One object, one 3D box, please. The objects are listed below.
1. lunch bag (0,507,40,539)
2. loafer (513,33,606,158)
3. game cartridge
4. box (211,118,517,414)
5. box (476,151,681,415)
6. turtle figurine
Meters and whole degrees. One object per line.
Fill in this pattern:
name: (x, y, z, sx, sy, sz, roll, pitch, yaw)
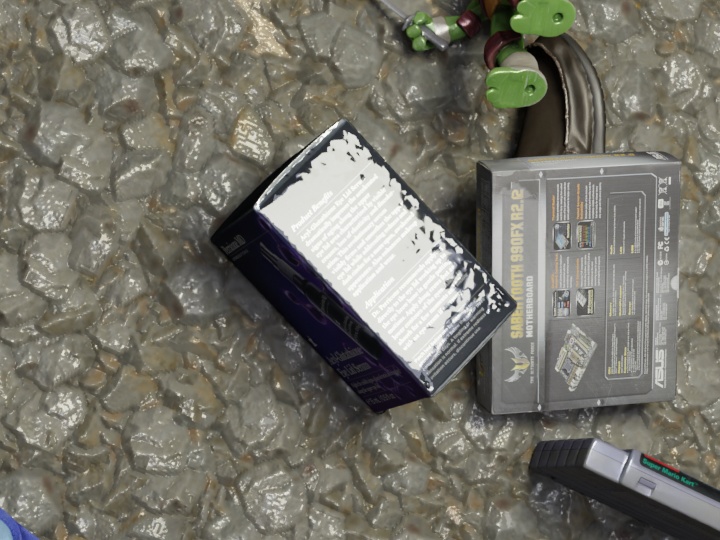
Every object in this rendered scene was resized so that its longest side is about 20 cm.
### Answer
lunch bag: (-0.293, 0.246, 1.575, 0.200, 0.094, 0.151, 38, 73, 5)
loafer: (0.159, -0.098, 1.766, 0.071, 0.073, 0.200, -8, 84, -20)
game cartridge: (0.245, 0.183, 1.717, 0.200, 0.130, 0.038, 26, 74, -12)
box: (0.000, 0.000, 1.663, 0.200, 0.148, 0.104, 46, 72, -4)
box: (0.173, 0.010, 1.724, 0.158, 0.048, 0.200, -4, 103, -11)
turtle figurine: (0.083, -0.225, 1.716, 0.144, 0.194, 0.200, -39, 126, 13)
